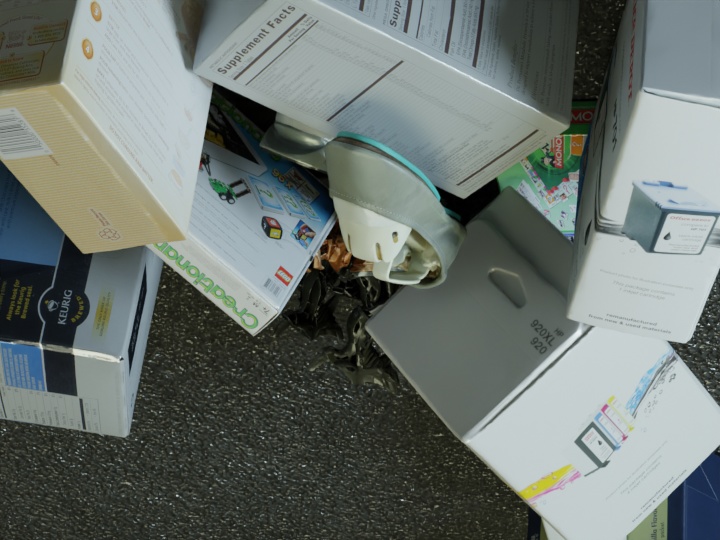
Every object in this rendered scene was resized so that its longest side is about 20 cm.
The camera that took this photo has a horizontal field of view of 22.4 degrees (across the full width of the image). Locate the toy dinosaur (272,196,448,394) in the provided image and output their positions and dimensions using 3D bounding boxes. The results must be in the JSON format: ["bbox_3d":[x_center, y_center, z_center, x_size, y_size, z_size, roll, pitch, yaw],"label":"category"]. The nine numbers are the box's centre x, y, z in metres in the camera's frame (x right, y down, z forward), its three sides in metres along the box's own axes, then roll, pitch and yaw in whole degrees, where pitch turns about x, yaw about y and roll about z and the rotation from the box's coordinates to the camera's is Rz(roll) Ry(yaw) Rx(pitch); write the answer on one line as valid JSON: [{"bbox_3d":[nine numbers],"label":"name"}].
[{"bbox_3d":[0.000,0.000,1.313,0.199,0.102,0.136,13,112,-24],"label":"toy dinosaur"}]

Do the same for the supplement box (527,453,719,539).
[{"bbox_3d":[0.292,0.277,1.704,0.199,0.135,0.199,28,143,-31],"label":"supplement box"}]

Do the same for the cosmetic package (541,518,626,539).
[{"bbox_3d":[0.188,0.159,1.564,0.071,0.102,0.200,-1,149,13],"label":"cosmetic package"}]

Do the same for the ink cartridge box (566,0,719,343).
[{"bbox_3d":[0.187,-0.079,1.092,0.085,0.147,0.201,10,139,1],"label":"ink cartridge box"}]

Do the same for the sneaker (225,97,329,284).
[{"bbox_3d":[-0.053,-0.052,1.295,0.090,0.076,0.200,-6,148,14],"label":"sneaker"}]

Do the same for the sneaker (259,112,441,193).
[{"bbox_3d":[0.012,-0.096,1.210,0.074,0.089,0.200,21,-179,25],"label":"sneaker"}]

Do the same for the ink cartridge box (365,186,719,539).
[{"bbox_3d":[0.132,0.074,1.271,0.145,0.147,0.200,-44,134,1],"label":"ink cartridge box"}]

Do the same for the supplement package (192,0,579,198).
[{"bbox_3d":[0.018,-0.145,1.082,0.199,0.110,0.114,24,147,-26],"label":"supplement package"}]

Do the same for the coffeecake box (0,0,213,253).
[{"bbox_3d":[-0.147,-0.137,1.043,0.073,0.201,0.154,-6,147,21],"label":"coffeecake box"}]

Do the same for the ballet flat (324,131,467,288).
[{"bbox_3d":[0.021,-0.028,1.126,0.067,0.064,0.200,19,174,21],"label":"ballet flat"}]

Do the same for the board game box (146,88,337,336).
[{"bbox_3d":[-0.112,-0.065,1.161,0.200,0.126,0.035,41,130,-9],"label":"board game box"}]

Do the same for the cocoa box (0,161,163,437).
[{"bbox_3d":[-0.210,-0.006,1.276,0.130,0.201,0.134,8,150,-1],"label":"cocoa box"}]

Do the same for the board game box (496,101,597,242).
[{"bbox_3d":[0.169,-0.050,1.290,0.134,0.029,0.200,0,149,13],"label":"board game box"}]
